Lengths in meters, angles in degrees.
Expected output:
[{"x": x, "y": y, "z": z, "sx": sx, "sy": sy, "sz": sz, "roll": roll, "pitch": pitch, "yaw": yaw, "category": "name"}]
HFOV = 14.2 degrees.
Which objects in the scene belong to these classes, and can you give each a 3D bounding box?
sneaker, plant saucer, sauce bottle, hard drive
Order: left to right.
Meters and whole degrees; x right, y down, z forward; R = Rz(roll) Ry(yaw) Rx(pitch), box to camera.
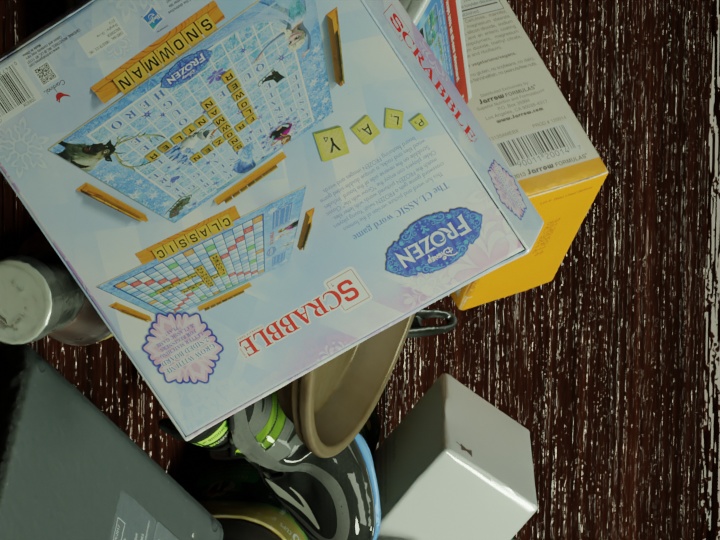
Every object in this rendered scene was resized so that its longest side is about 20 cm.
[{"x": -0.136, "y": 0.143, "z": 1.414, "sx": 0.200, "sy": 0.033, "sz": 0.140, "roll": 50, "pitch": 43, "yaw": -50, "category": "hard drive"}, {"x": -0.134, "y": 0.004, "z": 1.425, "sx": 0.200, "sy": 0.066, "sz": 0.066, "roll": -23, "pitch": 115, "yaw": -71, "category": "sauce bottle"}, {"x": -0.066, "y": 0.081, "z": 1.574, "sx": 0.200, "sy": 0.071, "sz": 0.083, "roll": 52, "pitch": 45, "yaw": -12, "category": "sneaker"}, {"x": 0.000, "y": 0.000, "z": 1.524, "sx": 0.200, "sy": 0.029, "sz": 0.200, "roll": 17, "pitch": 90, "yaw": -77, "category": "plant saucer"}]

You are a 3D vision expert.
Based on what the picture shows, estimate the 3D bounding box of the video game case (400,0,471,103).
[{"x": 0.007, "y": -0.059, "z": 1.577, "sx": 0.200, "sy": 0.017, "sz": 0.143, "roll": -60, "pitch": 160, "yaw": -24, "category": "video game case"}]

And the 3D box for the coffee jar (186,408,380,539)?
[{"x": -0.054, "y": 0.136, "z": 1.682, "sx": 0.200, "sy": 0.085, "sz": 0.104, "roll": -71, "pitch": 146, "yaw": -45, "category": "coffee jar"}]

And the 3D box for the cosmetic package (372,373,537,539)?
[{"x": 0.017, "y": 0.171, "z": 1.737, "sx": 0.200, "sy": 0.071, "sz": 0.101, "roll": -51, "pitch": -165, "yaw": 20, "category": "cosmetic package"}]

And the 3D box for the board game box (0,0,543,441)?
[{"x": -0.053, "y": -0.051, "z": 1.316, "sx": 0.200, "sy": 0.200, "sz": 0.041, "roll": 57, "pitch": 24, "yaw": -10, "category": "board game box"}]

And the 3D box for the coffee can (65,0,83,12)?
[{"x": -0.077, "y": -0.163, "z": 1.443, "sx": 0.146, "sy": 0.146, "sz": 0.200, "roll": -47, "pitch": 137, "yaw": -67, "category": "coffee can"}]

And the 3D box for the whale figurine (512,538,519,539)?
[{"x": 0.050, "y": 0.238, "z": 1.811, "sx": 0.104, "sy": 0.200, "sz": 0.159, "roll": 37, "pitch": 47, "yaw": -24, "category": "whale figurine"}]

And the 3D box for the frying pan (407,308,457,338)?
[{"x": -0.017, "y": 0.045, "z": 1.688, "sx": 0.031, "sy": 0.190, "sz": 0.115, "roll": -43, "pitch": -141, "yaw": 47, "category": "frying pan"}]

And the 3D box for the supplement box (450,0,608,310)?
[{"x": 0.059, "y": -0.095, "z": 1.768, "sx": 0.200, "sy": 0.073, "sz": 0.126, "roll": 61, "pitch": -27, "yaw": 24, "category": "supplement box"}]
